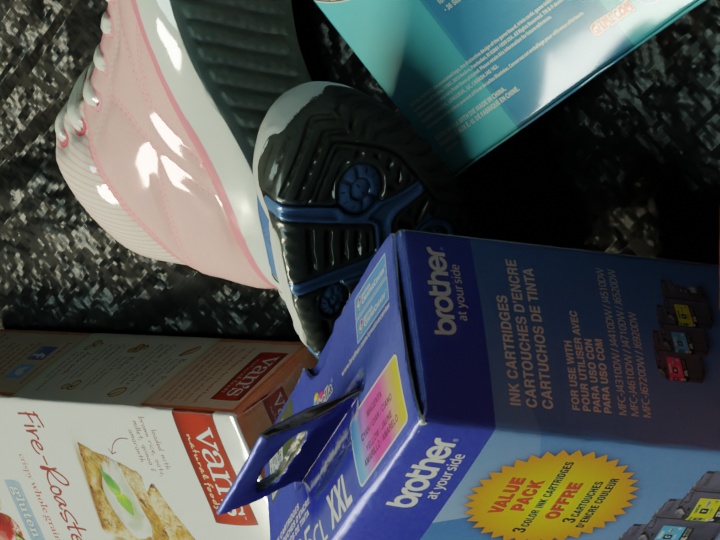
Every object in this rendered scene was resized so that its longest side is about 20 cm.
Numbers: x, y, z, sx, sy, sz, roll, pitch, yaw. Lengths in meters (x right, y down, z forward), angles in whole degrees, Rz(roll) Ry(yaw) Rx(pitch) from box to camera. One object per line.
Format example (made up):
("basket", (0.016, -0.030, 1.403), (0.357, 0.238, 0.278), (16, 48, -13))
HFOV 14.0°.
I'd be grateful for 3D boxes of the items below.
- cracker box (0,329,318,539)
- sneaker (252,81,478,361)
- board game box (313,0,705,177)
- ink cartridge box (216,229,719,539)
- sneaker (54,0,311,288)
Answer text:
("cracker box", (-0.082, 0.096, 1.221), (0.200, 0.058, 0.134), (0, 121, 43))
("sneaker", (0.000, 0.000, 1.015), (0.077, 0.076, 0.200), (41, 167, 36))
("board game box", (0.021, -0.146, 0.935), (0.200, 0.047, 0.151), (52, 141, -3))
("ink cartridge box", (0.054, 0.058, 0.956), (0.200, 0.076, 0.136), (8, 144, -18))
("sneaker", (-0.075, -0.080, 1.056), (0.105, 0.075, 0.200), (7, 129, 34))
